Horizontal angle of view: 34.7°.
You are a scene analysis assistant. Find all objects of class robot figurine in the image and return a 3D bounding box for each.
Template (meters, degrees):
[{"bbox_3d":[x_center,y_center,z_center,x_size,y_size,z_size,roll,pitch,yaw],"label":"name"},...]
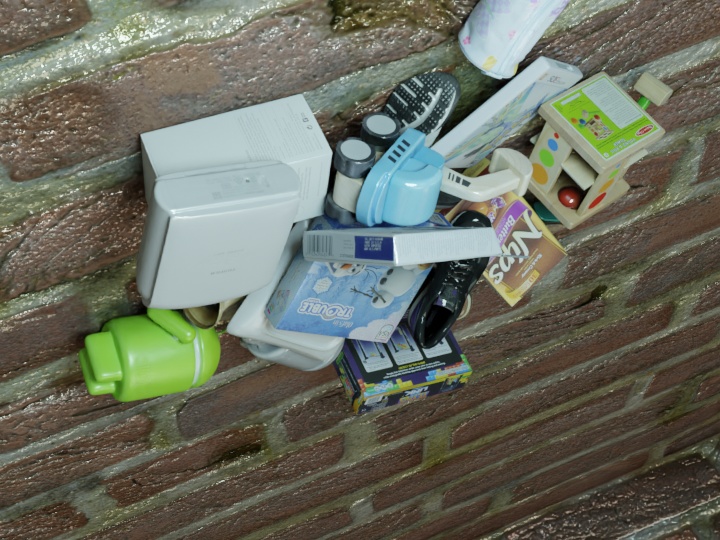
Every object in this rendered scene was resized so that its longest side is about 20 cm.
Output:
[{"bbox_3d":[-0.099,0.087,1.707,0.170,0.113,0.200,-17,158,29],"label":"robot figurine"},{"bbox_3d":[-0.285,0.116,1.602,0.200,0.116,0.175,-8,153,-30],"label":"robot figurine"}]

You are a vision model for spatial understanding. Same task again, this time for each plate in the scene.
[{"bbox_3d":[-0.056,0.035,1.576,0.200,0.032,0.200,21,110,-44],"label":"plate"}]

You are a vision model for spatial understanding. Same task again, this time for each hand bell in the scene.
[{"bbox_3d":[-0.145,0.005,1.588,0.200,0.104,0.104,-18,154,-40],"label":"hand bell"}]

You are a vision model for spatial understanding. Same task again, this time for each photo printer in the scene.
[{"bbox_3d":[-0.165,-0.031,1.294,0.166,0.069,0.200,-10,148,-27],"label":"photo printer"}]

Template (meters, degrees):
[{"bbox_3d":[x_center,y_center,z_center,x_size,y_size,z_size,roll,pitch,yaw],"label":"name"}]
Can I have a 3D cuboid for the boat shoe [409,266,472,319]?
[{"bbox_3d":[0.092,0.022,1.703,0.075,0.202,0.075,-1,108,-50],"label":"boat shoe"}]

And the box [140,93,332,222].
[{"bbox_3d":[-0.146,-0.111,1.354,0.200,0.098,0.124,-17,151,-18],"label":"box"}]

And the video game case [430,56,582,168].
[{"bbox_3d":[0.186,-0.200,1.491,0.200,0.022,0.182,-38,170,22],"label":"video game case"}]

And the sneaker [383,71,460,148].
[{"bbox_3d":[0.064,-0.180,1.458,0.080,0.074,0.200,-20,160,-48],"label":"sneaker"}]

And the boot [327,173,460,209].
[{"bbox_3d":[0.029,-0.086,1.586,0.200,0.070,0.132,2,146,-23],"label":"boot"}]

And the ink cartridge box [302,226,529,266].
[{"bbox_3d":[0.065,-0.033,1.380,0.200,0.041,0.200,-3,-176,-34],"label":"ink cartridge box"}]

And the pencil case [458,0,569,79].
[{"bbox_3d":[0.195,-0.311,1.304,0.083,0.091,0.200,0,143,-39],"label":"pencil case"}]

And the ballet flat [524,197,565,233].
[{"bbox_3d":[0.244,-0.078,1.764,0.200,0.068,0.067,9,144,-44],"label":"ballet flat"}]

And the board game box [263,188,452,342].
[{"bbox_3d":[0.000,0.000,1.530,0.200,0.043,0.199,9,121,-41],"label":"board game box"}]

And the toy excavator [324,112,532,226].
[{"bbox_3d":[0.084,-0.107,1.377,0.194,0.200,0.100,-50,162,-43],"label":"toy excavator"}]

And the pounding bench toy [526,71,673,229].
[{"bbox_3d":[0.335,-0.176,1.601,0.200,0.124,0.156,-31,158,-27],"label":"pounding bench toy"}]

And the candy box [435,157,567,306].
[{"bbox_3d":[0.197,-0.055,1.658,0.117,0.056,0.200,-44,123,1],"label":"candy box"}]

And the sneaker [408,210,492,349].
[{"bbox_3d":[0.129,0.018,1.566,0.076,0.088,0.200,21,106,-5],"label":"sneaker"}]

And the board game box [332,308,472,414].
[{"bbox_3d":[0.054,0.129,1.845,0.200,0.165,0.057,-10,146,-26],"label":"board game box"}]
